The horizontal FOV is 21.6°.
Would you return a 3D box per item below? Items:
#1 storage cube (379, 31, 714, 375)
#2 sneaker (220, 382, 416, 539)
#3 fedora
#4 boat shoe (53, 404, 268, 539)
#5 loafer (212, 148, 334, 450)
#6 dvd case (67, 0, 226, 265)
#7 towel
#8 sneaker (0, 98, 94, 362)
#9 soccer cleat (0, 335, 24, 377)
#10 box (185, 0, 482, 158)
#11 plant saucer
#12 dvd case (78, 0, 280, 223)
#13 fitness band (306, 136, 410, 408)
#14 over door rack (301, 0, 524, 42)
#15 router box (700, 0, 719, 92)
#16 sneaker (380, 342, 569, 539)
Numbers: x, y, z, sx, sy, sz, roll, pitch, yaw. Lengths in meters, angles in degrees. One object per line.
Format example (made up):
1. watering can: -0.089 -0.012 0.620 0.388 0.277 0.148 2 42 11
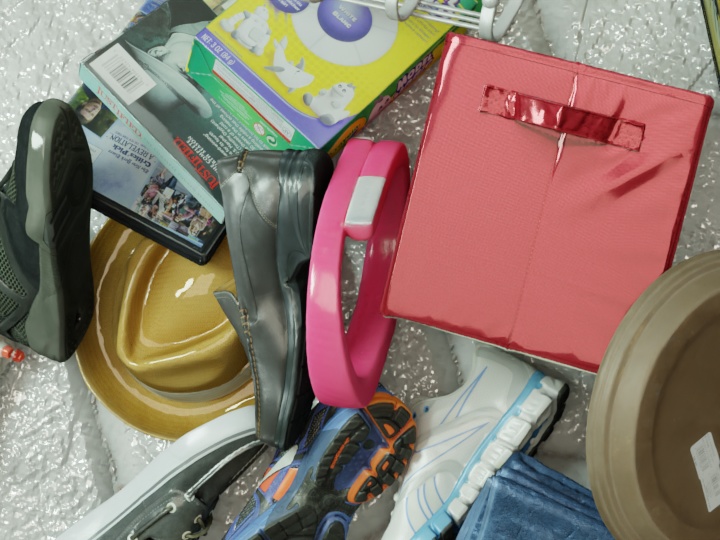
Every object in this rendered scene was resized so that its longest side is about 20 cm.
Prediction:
1. storage cube: 0.120 -0.038 1.217 0.169 0.200 0.182 15 93 7
2. sneaker: -0.037 0.151 1.286 0.075 0.079 0.200 34 105 -28
3. fedora: -0.113 0.021 1.294 0.198 0.082 0.203 -1 85 8
4. boat shoe: -0.132 0.167 1.287 0.199 0.069 0.057 -38 70 14
5. loafer: -0.060 0.017 1.227 0.072 0.073 0.202 7 103 13
6. dvd case: -0.118 -0.110 1.295 0.142 0.018 0.201 27 60 8
7. towel: 0.099 0.229 1.238 0.111 0.049 0.201 26 107 8
8. sneaker: -0.233 -0.032 1.232 0.113 0.201 0.077 17 46 8
9. soccer cleat: -0.297 0.090 1.324 0.077 0.069 0.201 24 81 13
10. box: -0.009 -0.166 1.280 0.117 0.048 0.200 41 60 7
11. plant saucer: 0.219 0.088 1.154 0.029 0.199 0.202 18 86 52
12. dvd case: -0.072 -0.141 1.289 0.146 0.022 0.200 44 61 9
13. fitness band: 0.000 0.000 1.228 0.037 0.201 0.145 6 123 10
14. over door rack: 0.064 -0.232 1.234 0.147 0.067 0.200 16 45 25
15. router box: 0.249 -0.207 1.234 0.052 0.157 0.202 -12 83 6
16. sneaker: 0.051 0.135 1.279 0.086 0.075 0.200 37 85 20
